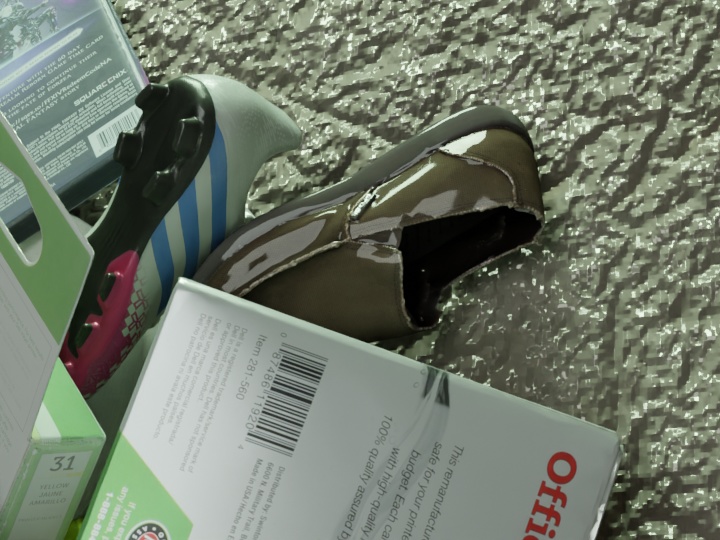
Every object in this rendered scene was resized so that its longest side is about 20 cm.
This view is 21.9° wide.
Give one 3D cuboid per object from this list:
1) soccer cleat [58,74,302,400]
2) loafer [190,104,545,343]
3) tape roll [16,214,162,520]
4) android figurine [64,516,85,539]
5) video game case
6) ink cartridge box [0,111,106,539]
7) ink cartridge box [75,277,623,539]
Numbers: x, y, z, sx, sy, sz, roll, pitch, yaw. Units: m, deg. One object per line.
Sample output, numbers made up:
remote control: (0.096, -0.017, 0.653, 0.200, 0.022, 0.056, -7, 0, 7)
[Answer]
soccer cleat: (-0.097, -0.003, 0.892, 0.200, 0.086, 0.070, -55, 49, 24)
loafer: (0.000, 0.000, 0.860, 0.200, 0.073, 0.071, -35, 47, 7)
tape roll: (-0.187, 0.064, 0.967, 0.202, 0.037, 0.203, -9, 68, 23)
android figurine: (-0.066, 0.156, 0.854, 0.181, 0.041, 0.201, 7, 72, 19)
video game case: (-0.192, -0.100, 1.015, 0.143, 0.019, 0.200, -33, 50, 6)
ink cartridge box: (-0.164, 0.032, 0.857, 0.146, 0.048, 0.200, 51, 125, 39)
ink cartridge box: (-0.007, 0.108, 0.786, 0.199, 0.084, 0.146, 20, 78, 5)
